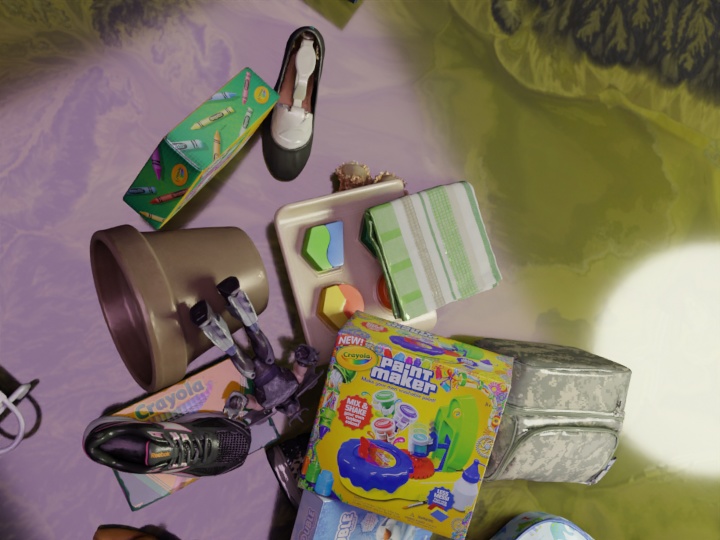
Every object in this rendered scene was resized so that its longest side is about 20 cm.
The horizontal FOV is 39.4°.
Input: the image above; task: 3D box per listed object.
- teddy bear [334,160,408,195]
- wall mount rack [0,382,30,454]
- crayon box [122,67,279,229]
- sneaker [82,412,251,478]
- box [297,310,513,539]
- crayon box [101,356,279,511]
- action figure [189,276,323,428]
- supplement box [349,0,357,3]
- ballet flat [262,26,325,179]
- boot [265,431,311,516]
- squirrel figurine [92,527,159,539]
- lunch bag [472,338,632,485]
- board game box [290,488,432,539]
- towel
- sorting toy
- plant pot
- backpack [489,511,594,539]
[{"bbox_3d":[-0.005,-0.043,1.302,0.144,0.067,0.201,0,86,-24],"label":"teddy bear"},{"bbox_3d":[-0.506,0.164,1.218,0.200,0.075,0.174,45,79,-5],"label":"wall mount rack"},{"bbox_3d":[-0.186,-0.148,1.196,0.058,0.119,0.200,41,41,-6],"label":"crayon box"},{"bbox_3d":[-0.226,0.212,1.171,0.199,0.086,0.081,-2,90,-9],"label":"sneaker"},{"bbox_3d":[0.055,0.174,1.163,0.199,0.122,0.194,16,102,7],"label":"box"},{"bbox_3d":[-0.216,0.198,1.254,0.199,0.058,0.119,-26,92,-8],"label":"crayon box"},{"bbox_3d":[-0.119,0.108,1.158,0.130,0.069,0.200,-40,118,-15],"label":"action figure"},{"bbox_3d":[-0.023,-0.491,1.272,0.199,0.134,0.200,36,84,-6],"label":"supplement box"},{"bbox_3d":[-0.086,-0.219,1.288,0.068,0.068,0.201,8,87,-8],"label":"ballet flat"},{"bbox_3d":[-0.011,0.280,1.284,0.153,0.073,0.204,-31,94,-11],"label":"boot"},{"bbox_3d":[-0.238,0.399,1.188,0.199,0.187,0.143,5,87,-8],"label":"squirrel figurine"},{"bbox_3d":[0.233,0.186,1.274,0.199,0.139,0.169,6,99,-29],"label":"lunch bag"},{"bbox_3d":[-0.004,0.354,1.223,0.198,0.043,0.201,5,105,-40],"label":"board game box"},{"bbox_3d":[0.092,-0.028,1.276,0.199,0.031,0.150,-18,90,-43],"label":"towel"},{"bbox_3d":[0.000,0.000,1.243,0.184,0.036,0.201,-15,94,-27],"label":"sorting toy"},{"bbox_3d":[-0.212,0.024,1.220,0.174,0.200,0.201,-21,91,-27],"label":"plant pot"},{"bbox_3d":[0.250,0.416,1.280,0.183,0.147,0.200,-43,92,-9],"label":"backpack"}]
